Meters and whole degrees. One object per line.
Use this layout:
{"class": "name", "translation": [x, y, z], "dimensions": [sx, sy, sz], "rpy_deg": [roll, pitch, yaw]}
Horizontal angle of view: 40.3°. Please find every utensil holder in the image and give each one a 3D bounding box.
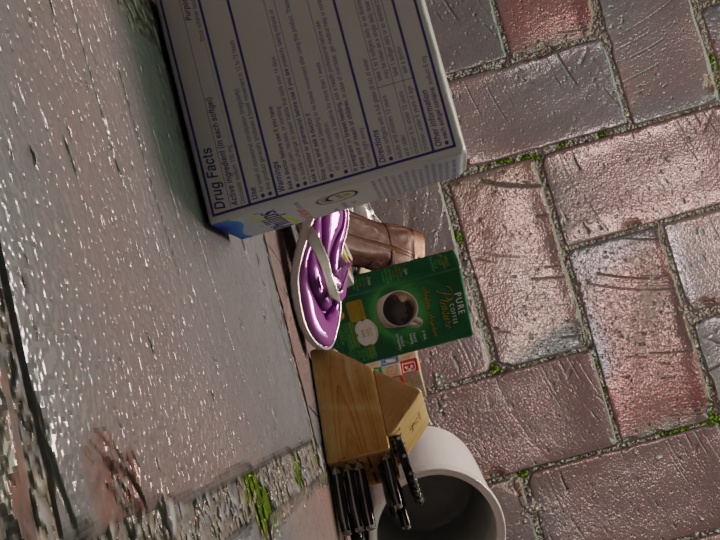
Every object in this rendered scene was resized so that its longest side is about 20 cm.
{"class": "utensil holder", "translation": [0.091, 0.310, 1.288], "dimensions": [0.200, 0.168, 0.172], "rpy_deg": [-104, 179, -83]}

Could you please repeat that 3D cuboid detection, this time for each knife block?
{"class": "knife block", "translation": [-0.012, 0.193, 1.055], "dimensions": [0.199, 0.176, 0.064], "rpy_deg": [22, -32, 31]}

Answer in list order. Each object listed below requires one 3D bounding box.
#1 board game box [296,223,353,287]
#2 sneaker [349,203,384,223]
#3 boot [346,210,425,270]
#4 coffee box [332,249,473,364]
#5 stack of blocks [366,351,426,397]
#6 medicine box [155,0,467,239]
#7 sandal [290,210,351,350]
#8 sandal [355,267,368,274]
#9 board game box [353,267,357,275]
{"class": "board game box", "translation": [-0.065, -0.080, 1.225], "dimensions": [0.126, 0.034, 0.202], "rpy_deg": [-97, 161, -74]}
{"class": "sneaker", "translation": [0.025, -0.053, 1.581], "dimensions": [0.075, 0.081, 0.202], "rpy_deg": [-94, 169, -76]}
{"class": "boot", "translation": [0.000, 0.000, 1.392], "dimensions": [0.064, 0.198, 0.188], "rpy_deg": [-38, -135, 47]}
{"class": "coffee box", "translation": [0.042, 0.054, 1.275], "dimensions": [0.044, 0.198, 0.124], "rpy_deg": [-102, 175, -53]}
{"class": "stack of blocks", "translation": [0.033, 0.128, 1.582], "dimensions": [0.201, 0.114, 0.059], "rpy_deg": [-100, 174, -53]}
{"class": "medicine box", "translation": [-0.036, -0.141, 0.758], "dimensions": [0.103, 0.198, 0.184], "rpy_deg": [36, 39, -82]}
{"class": "sandal", "translation": [-0.037, -0.011, 1.117], "dimensions": [0.082, 0.049, 0.205], "rpy_deg": [29, 54, -44]}
{"class": "sandal", "translation": [0.025, 0.070, 1.461], "dimensions": [0.078, 0.069, 0.213], "rpy_deg": [64, 31, -46]}
{"class": "board game box", "translation": [-0.054, -0.077, 1.541], "dimensions": [0.197, 0.055, 0.202], "rpy_deg": [-100, 175, -56]}
